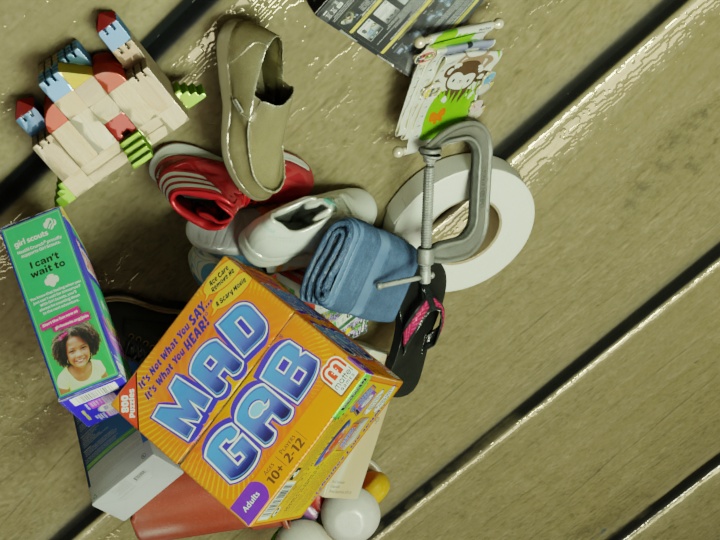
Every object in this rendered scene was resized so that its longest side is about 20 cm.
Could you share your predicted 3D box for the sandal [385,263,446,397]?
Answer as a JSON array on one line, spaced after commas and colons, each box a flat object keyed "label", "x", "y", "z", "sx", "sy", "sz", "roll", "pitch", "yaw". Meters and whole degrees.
[{"label": "sandal", "x": 0.078, "y": 0.077, "z": 1.743, "sx": 0.075, "sy": 0.045, "sz": 0.201, "roll": -2, "pitch": 112, "yaw": -34}]

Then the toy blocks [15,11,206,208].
[{"label": "toy blocks", "x": -0.281, "y": -0.176, "z": 1.418, "sx": 0.199, "sy": 0.100, "sz": 0.137, "roll": -34, "pitch": 123, "yaw": 7}]

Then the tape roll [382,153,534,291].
[{"label": "tape roll", "x": 0.125, "y": -0.059, "z": 1.731, "sx": 0.202, "sy": 0.037, "sz": 0.204, "roll": -12, "pitch": 133, "yaw": -13}]

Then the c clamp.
[{"label": "c clamp", "x": 0.099, "y": -0.079, "z": 1.615, "sx": 0.170, "sy": 0.027, "sz": 0.201, "roll": -6, "pitch": 108, "yaw": -39}]

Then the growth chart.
[{"label": "growth chart", "x": 0.103, "y": -0.210, "z": 1.561, "sx": 0.144, "sy": 0.018, "sz": 0.201, "roll": -22, "pitch": 147, "yaw": -27}]

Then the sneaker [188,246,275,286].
[{"label": "sneaker", "x": -0.128, "y": 0.024, "z": 1.667, "sx": 0.199, "sy": 0.073, "sz": 0.072, "roll": 25, "pitch": 115, "yaw": -41}]

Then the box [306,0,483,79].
[{"label": "box", "x": 0.063, "y": -0.322, "z": 1.459, "sx": 0.161, "sy": 0.049, "sz": 0.200, "roll": 26, "pitch": 116, "yaw": -38}]

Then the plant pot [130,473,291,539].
[{"label": "plant pot", "x": -0.207, "y": 0.263, "z": 1.774, "sx": 0.194, "sy": 0.201, "sz": 0.201, "roll": -14, "pitch": 134, "yaw": -2}]

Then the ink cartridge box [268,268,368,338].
[{"label": "ink cartridge box", "x": -0.068, "y": 0.049, "z": 1.663, "sx": 0.199, "sy": 0.050, "sz": 0.110, "roll": -21, "pitch": 127, "yaw": -44}]

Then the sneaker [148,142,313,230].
[{"label": "sneaker", "x": -0.135, "y": -0.081, "z": 1.538, "sx": 0.199, "sy": 0.116, "sz": 0.079, "roll": 0, "pitch": 129, "yaw": -24}]

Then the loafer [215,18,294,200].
[{"label": "loafer", "x": -0.109, "y": -0.169, "z": 1.455, "sx": 0.076, "sy": 0.067, "sz": 0.201, "roll": -38, "pitch": 127, "yaw": -50}]

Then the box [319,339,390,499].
[{"label": "box", "x": -0.024, "y": 0.193, "z": 1.784, "sx": 0.095, "sy": 0.077, "sz": 0.201, "roll": 16, "pitch": 92, "yaw": -58}]

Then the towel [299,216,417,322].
[{"label": "towel", "x": 0.000, "y": 0.000, "z": 1.612, "sx": 0.200, "sy": 0.048, "sz": 0.112, "roll": 20, "pitch": 96, "yaw": -63}]

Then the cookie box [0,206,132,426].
[{"label": "cookie box", "x": -0.314, "y": 0.054, "z": 1.482, "sx": 0.075, "sy": 0.201, "sz": 0.171, "roll": -22, "pitch": 166, "yaw": -7}]

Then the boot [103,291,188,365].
[{"label": "boot", "x": -0.262, "y": 0.098, "z": 1.626, "sx": 0.199, "sy": 0.139, "sz": 0.078, "roll": -2, "pitch": 130, "yaw": -22}]

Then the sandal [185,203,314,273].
[{"label": "sandal", "x": -0.121, "y": -0.035, "z": 1.617, "sx": 0.206, "sy": 0.080, "sz": 0.059, "roll": 2, "pitch": 145, "yaw": -31}]

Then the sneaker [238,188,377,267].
[{"label": "sneaker", "x": -0.044, "y": -0.062, "z": 1.580, "sx": 0.199, "sy": 0.075, "sz": 0.089, "roll": -23, "pitch": 164, "yaw": -40}]

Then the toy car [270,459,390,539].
[{"label": "toy car", "x": -0.064, "y": 0.322, "z": 1.924, "sx": 0.200, "sy": 0.175, "sz": 0.150, "roll": -37, "pitch": 100, "yaw": 11}]

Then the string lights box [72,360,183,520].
[{"label": "string lights box", "x": -0.290, "y": 0.191, "z": 1.653, "sx": 0.103, "sy": 0.200, "sz": 0.059, "roll": -39, "pitch": 133, "yaw": 13}]

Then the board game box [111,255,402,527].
[{"label": "board game box", "x": -0.105, "y": 0.134, "z": 1.477, "sx": 0.200, "sy": 0.200, "sz": 0.200, "roll": -53, "pitch": 165, "yaw": 2}]
